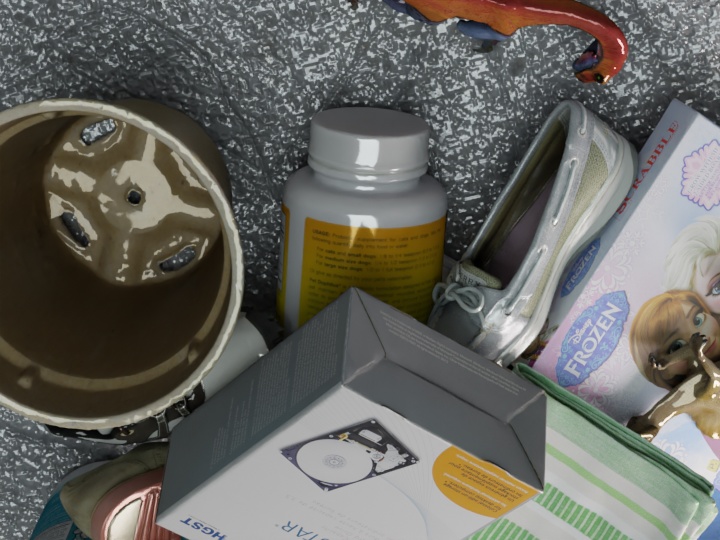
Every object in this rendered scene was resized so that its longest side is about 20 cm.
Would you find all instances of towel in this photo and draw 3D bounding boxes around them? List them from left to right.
[{"bbox_3d":[0.131,0.168,1.199,0.152,0.023,0.201,32,134,12],"label":"towel"}]

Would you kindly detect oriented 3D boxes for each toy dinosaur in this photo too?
[{"bbox_3d":[0.068,-0.158,1.134,0.181,0.200,0.106,30,131,25],"label":"toy dinosaur"},{"bbox_3d":[0.252,0.067,1.179,0.198,0.058,0.102,-8,125,-6],"label":"toy dinosaur"}]

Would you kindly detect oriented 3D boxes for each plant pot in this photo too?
[{"bbox_3d":[-0.158,-0.028,1.169,0.199,0.184,0.202,2,107,5],"label":"plant pot"}]

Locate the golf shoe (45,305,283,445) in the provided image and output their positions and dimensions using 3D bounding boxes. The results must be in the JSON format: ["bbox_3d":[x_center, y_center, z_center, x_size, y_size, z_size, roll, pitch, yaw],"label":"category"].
[{"bbox_3d":[-0.128,0.081,1.218,0.199,0.094,0.078,-22,87,42],"label":"golf shoe"}]

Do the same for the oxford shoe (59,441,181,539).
[{"bbox_3d":[-0.111,0.133,1.262,0.199,0.074,0.071,-13,119,-40],"label":"oxford shoe"}]

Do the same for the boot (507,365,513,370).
[{"bbox_3d":[0.136,0.118,1.268,0.199,0.076,0.169,34,111,-6],"label":"boot"}]

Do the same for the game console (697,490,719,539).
[{"bbox_3d":[0.296,0.201,1.268,0.198,0.177,0.117,-8,146,8],"label":"game console"}]

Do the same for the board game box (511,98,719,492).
[{"bbox_3d":[0.228,0.025,1.201,0.199,0.041,0.201,29,98,-22],"label":"board game box"}]

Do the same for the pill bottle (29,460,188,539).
[{"bbox_3d":[-0.182,0.220,1.262,0.110,0.200,0.112,1,112,3],"label":"pill bottle"}]

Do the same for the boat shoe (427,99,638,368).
[{"bbox_3d":[0.094,-0.012,1.164,0.065,0.074,0.202,34,96,-35],"label":"boat shoe"}]

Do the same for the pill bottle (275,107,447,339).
[{"bbox_3d":[0.000,0.000,1.211,0.108,0.109,0.202,5,109,2],"label":"pill bottle"}]

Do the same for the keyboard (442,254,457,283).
[{"bbox_3d":[0.031,0.082,1.299,0.056,0.011,0.201,25,111,-11],"label":"keyboard"}]

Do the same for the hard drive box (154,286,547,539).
[{"bbox_3d":[-0.006,0.116,1.143,0.155,0.077,0.200,29,136,-24],"label":"hard drive box"}]
